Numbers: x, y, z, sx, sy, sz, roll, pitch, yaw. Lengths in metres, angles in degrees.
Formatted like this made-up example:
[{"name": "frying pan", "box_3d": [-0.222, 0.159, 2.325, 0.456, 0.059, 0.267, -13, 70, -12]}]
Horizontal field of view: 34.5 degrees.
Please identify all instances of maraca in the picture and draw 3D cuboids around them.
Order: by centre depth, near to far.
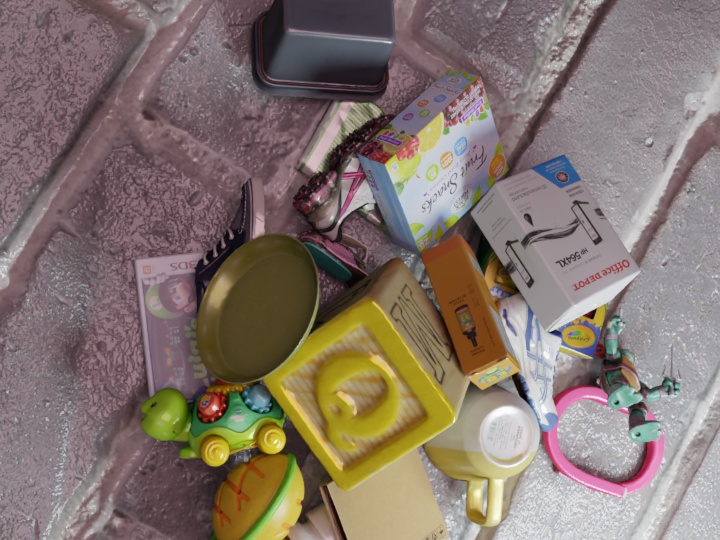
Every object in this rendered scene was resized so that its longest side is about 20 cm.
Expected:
[{"name": "maraca", "box_3d": [-0.147, 0.318, 1.513, 0.107, 0.137, 0.200, 38, 112, -10]}]

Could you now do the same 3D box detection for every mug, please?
[{"name": "mug", "box_3d": [0.185, 0.241, 1.618, 0.148, 0.153, 0.188, -29, 94, -15]}]

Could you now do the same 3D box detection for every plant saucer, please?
[{"name": "plant saucer", "box_3d": [-0.125, 0.052, 1.469, 0.031, 0.198, 0.202, 34, 76, -47]}]

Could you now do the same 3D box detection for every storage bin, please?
[{"name": "storage bin", "box_3d": [-0.042, -0.333, 1.598, 0.197, 0.134, 0.148, 3, 71, -15]}]

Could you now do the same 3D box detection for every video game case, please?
[{"name": "video game case", "box_3d": [-0.210, 0.075, 1.593, 0.179, 0.023, 0.204, -7, 88, -15]}]

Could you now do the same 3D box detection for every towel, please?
[{"name": "towel", "box_3d": [0.021, -0.155, 1.671, 0.199, 0.023, 0.154, 32, 79, -12]}]

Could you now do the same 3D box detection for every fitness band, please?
[{"name": "fitness band", "box_3d": [0.360, 0.253, 1.722, 0.198, 0.037, 0.146, 22, 81, -13]}]

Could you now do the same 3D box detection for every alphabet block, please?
[{"name": "alphabet block", "box_3d": [0.016, 0.131, 1.524, 0.194, 0.200, 0.197, -36, 95, 18]}]

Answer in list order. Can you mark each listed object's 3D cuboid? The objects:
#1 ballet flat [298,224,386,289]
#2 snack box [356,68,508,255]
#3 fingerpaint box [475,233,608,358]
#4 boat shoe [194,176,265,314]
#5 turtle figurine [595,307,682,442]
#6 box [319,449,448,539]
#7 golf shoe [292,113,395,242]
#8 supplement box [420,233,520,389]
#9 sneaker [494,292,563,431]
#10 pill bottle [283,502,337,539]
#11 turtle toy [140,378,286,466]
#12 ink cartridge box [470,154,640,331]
[{"name": "ballet flat", "box_3d": [0.000, 0.000, 1.637, 0.200, 0.069, 0.071, 41, 58, -8]}, {"name": "snack box", "box_3d": [0.105, -0.151, 1.616, 0.200, 0.067, 0.170, -42, 132, -22]}, {"name": "fingerpaint box", "box_3d": [0.264, 0.018, 1.694, 0.197, 0.073, 0.169, 20, 82, -12]}, {"name": "boat shoe", "box_3d": [-0.177, -0.028, 1.562, 0.091, 0.075, 0.204, 2, 84, -8]}, {"name": "turtle figurine", "box_3d": [0.394, 0.152, 1.684, 0.149, 0.201, 0.101, 37, 120, -11]}, {"name": "box", "box_3d": [0.036, 0.330, 1.584, 0.199, 0.021, 0.166, -23, 93, -50]}, {"name": "golf shoe", "box_3d": [-0.006, -0.131, 1.617, 0.092, 0.072, 0.200, 47, 73, -21]}, {"name": "supplement box", "box_3d": [0.148, 0.055, 1.568, 0.066, 0.069, 0.202, -26, 57, 13]}, {"name": "sneaker", "box_3d": [0.251, 0.126, 1.619, 0.087, 0.075, 0.203, -22, 103, -5]}, {"name": "pill bottle", "box_3d": [-0.107, 0.406, 1.552, 0.199, 0.109, 0.111, -32, 94, -14]}, {"name": "turtle toy", "box_3d": [-0.189, 0.194, 1.525, 0.197, 0.146, 0.103, -9, 93, -15]}, {"name": "ink cartridge box", "box_3d": [0.270, -0.039, 1.599, 0.145, 0.084, 0.201, -23, 73, -33]}]
